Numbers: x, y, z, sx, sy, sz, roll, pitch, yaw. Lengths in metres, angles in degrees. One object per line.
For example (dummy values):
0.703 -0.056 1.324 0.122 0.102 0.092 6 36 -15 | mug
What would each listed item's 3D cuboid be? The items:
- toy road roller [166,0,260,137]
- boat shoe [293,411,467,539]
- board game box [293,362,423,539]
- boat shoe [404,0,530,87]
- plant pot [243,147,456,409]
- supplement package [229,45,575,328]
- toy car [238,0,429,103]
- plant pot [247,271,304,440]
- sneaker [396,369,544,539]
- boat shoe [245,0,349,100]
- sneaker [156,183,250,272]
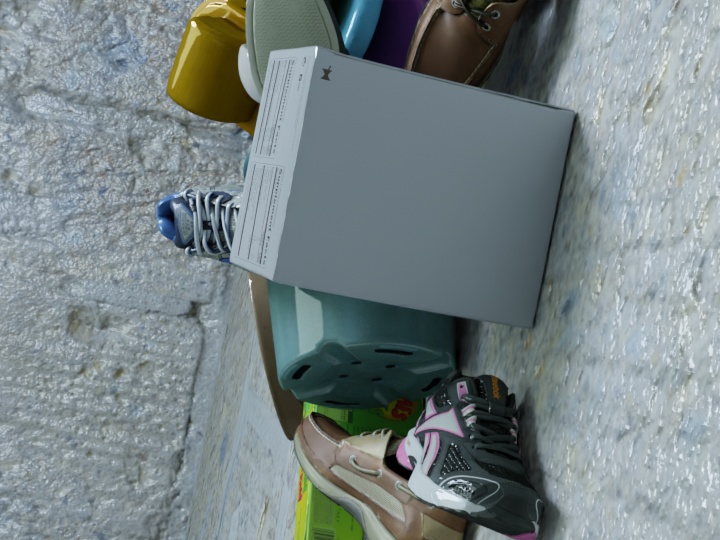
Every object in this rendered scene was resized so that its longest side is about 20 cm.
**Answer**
-0.087 -0.176 1.298 0.145 0.199 0.124 -21 -38 -52 | toy road roller
0.022 0.163 1.089 0.200 0.075 0.074 39 102 47 | boat shoe
0.000 0.173 1.196 0.048 0.100 0.202 115 162 -50 | board game box
0.089 -0.205 1.037 0.202 0.071 0.068 -61 -4 10 | boat shoe
0.000 0.000 1.175 0.201 0.197 0.199 121 150 -61 | plant pot
0.028 -0.057 0.981 0.111 0.197 0.158 -163 84 -69 | supplement package
0.007 -0.198 1.146 0.199 0.149 0.177 0 -61 -60 | toy car
-0.045 0.059 1.366 0.201 0.091 0.204 -11 -90 -87 | plant pot
0.075 0.114 0.940 0.087 0.079 0.200 -67 17 4 | sneaker
-0.035 -0.137 1.051 0.068 0.071 0.202 -62 -44 -70 | boat shoe
-0.106 -0.031 1.106 0.199 0.084 0.078 7 94 61 | sneaker
